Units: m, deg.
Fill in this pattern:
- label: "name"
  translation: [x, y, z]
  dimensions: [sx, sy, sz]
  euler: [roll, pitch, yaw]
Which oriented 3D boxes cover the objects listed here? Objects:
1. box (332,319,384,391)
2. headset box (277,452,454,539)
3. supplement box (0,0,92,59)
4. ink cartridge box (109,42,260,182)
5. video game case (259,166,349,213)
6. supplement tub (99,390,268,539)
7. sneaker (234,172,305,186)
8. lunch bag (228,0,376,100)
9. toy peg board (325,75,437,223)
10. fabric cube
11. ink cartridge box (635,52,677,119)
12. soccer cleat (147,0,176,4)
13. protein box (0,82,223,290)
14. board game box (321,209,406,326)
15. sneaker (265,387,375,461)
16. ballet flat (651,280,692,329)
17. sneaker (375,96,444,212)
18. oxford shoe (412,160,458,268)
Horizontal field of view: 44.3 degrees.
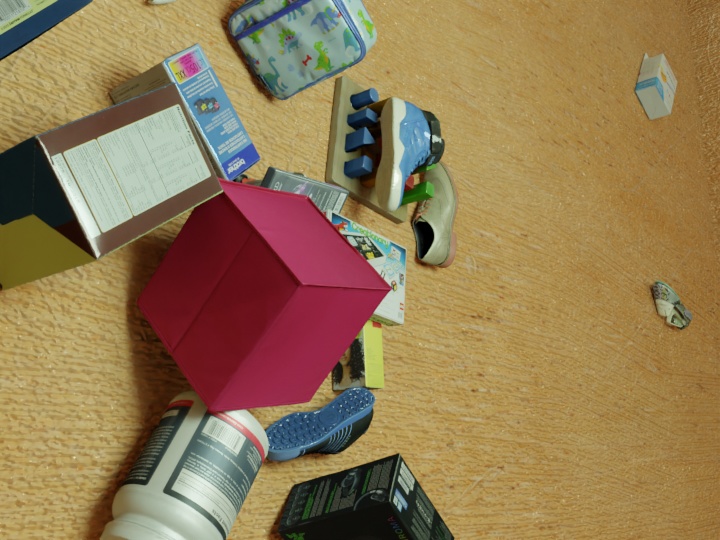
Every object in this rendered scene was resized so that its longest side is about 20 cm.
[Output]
- label: "box"
  translation: [-0.006, 0.087, 1.398]
  dimensions: [0.050, 0.075, 0.203]
  euler: [13, 69, -48]
- label: "headset box"
  translation: [0.004, 0.373, 1.245]
  dimensions: [0.175, 0.198, 0.093]
  euler: [59, 27, -22]
- label: "supplement box"
  translation: [-0.438, -0.317, 0.940]
  dimensions: [0.201, 0.133, 0.201]
  euler: [58, 43, -22]
- label: "ink cartridge box"
  translation: [-0.222, -0.174, 1.158]
  dimensions: [0.076, 0.135, 0.202]
  euler: [-40, 111, -42]
- label: "video game case"
  translation: [-0.099, -0.066, 1.279]
  dimensions: [0.199, 0.019, 0.144]
  euler: [8, 109, -60]
- label: "supplement tub"
  translation: [-0.207, 0.260, 1.058]
  dimensions: [0.141, 0.139, 0.201]
  euler: [50, 47, -28]
- label: "sneaker"
  translation: [-0.149, -0.113, 1.282]
  dimensions: [0.200, 0.077, 0.083]
  euler: [-42, 106, -47]
- label: "lunch bag"
  translation: [-0.090, -0.359, 1.317]
  dimensions: [0.162, 0.198, 0.083]
  euler: [59, 36, -23]
- label: "toy peg board"
  translation: [0.049, -0.216, 1.525]
  dimensions: [0.198, 0.097, 0.203]
  euler: [26, 61, -44]
- label: "fabric cube"
  translation: [-0.122, 0.030, 1.106]
  dimensions: [0.200, 0.200, 0.195]
  euler: [47, 23, 28]
- label: "ink cartridge box"
  translation: [0.888, -0.562, 2.642]
  dimensions: [0.115, 0.067, 0.201]
  euler: [50, 46, -29]
- label: "soccer cleat"
  translation: [-0.298, -0.463, 1.203]
  dimensions: [0.078, 0.069, 0.202]
  euler: [-42, 115, -43]
- label: "protein box"
  translation: [-0.304, -0.094, 0.990]
  dimensions: [0.200, 0.197, 0.136]
  euler: [-38, 109, -48]
- label: "board game box"
  translation: [0.000, 0.000, 1.339]
  dimensions: [0.199, 0.034, 0.128]
  euler: [24, 63, -48]
- label: "sneaker"
  translation: [-0.059, 0.244, 1.298]
  dimensions: [0.198, 0.070, 0.079]
  euler: [-19, 131, -34]
- label: "ballet flat"
  translation: [0.853, 0.105, 2.429]
  dimensions: [0.200, 0.071, 0.073]
  euler: [39, 53, -36]
- label: "sneaker"
  translation: [0.088, -0.182, 1.452]
  dimensions: [0.110, 0.077, 0.203]
  euler: [13, 63, -21]
- label: "oxford shoe"
  translation: [0.133, -0.109, 1.621]
  dimensions: [0.074, 0.070, 0.203]
  euler: [8, 73, -43]
